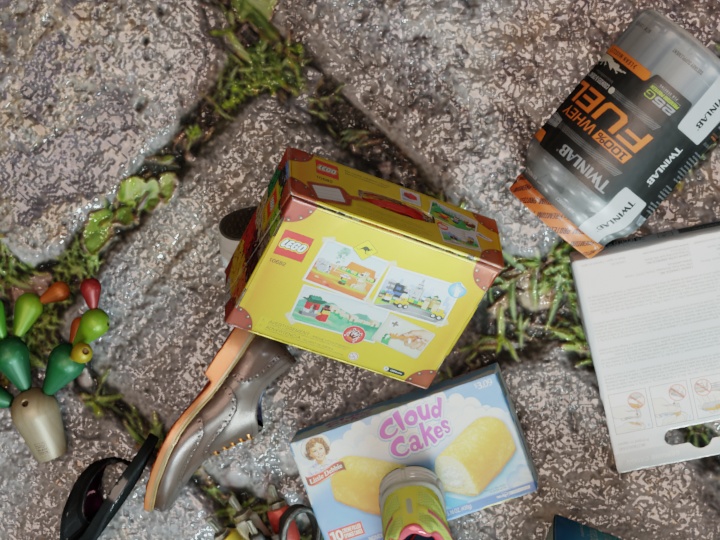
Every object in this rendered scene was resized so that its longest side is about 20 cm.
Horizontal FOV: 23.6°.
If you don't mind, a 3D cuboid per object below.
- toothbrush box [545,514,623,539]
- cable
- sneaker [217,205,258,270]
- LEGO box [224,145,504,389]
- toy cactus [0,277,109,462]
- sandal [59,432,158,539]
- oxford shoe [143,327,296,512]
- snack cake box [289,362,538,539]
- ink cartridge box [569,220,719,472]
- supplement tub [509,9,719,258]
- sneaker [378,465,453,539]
[{"bbox_3d":[0.249,0.302,1.513,0.200,0.146,0.085,21,97,5],"label":"toothbrush box"},{"bbox_3d":[-0.063,0.295,1.614,0.097,0.050,0.200,-26,104,-9],"label":"cable"},{"bbox_3d":[-0.027,-0.023,1.568,0.200,0.073,0.085,-6,129,-1],"label":"sneaker"},{"bbox_3d":[0.000,0.000,1.492,0.200,0.077,0.149,19,123,-17],"label":"LEGO box"},{"bbox_3d":[-0.313,0.099,1.597,0.200,0.102,0.165,-20,102,0],"label":"toy cactus"},{"bbox_3d":[-0.258,0.228,1.601,0.048,0.075,0.200,36,99,-2],"label":"sandal"},{"bbox_3d":[-0.132,0.146,1.584,0.073,0.071,0.200,31,97,-2],"label":"oxford shoe"},{"bbox_3d":[0.049,0.171,1.565,0.200,0.067,0.115,-20,93,8],"label":"snack cake box"},{"bbox_3d":[0.285,0.065,1.543,0.162,0.057,0.200,-12,102,7],"label":"ink cartridge box"},{"bbox_3d":[0.229,-0.115,1.491,0.123,0.123,0.200,40,98,2],"label":"supplement tub"},{"bbox_3d":[0.055,0.275,1.508,0.078,0.090,0.200,-14,116,5],"label":"sneaker"}]
